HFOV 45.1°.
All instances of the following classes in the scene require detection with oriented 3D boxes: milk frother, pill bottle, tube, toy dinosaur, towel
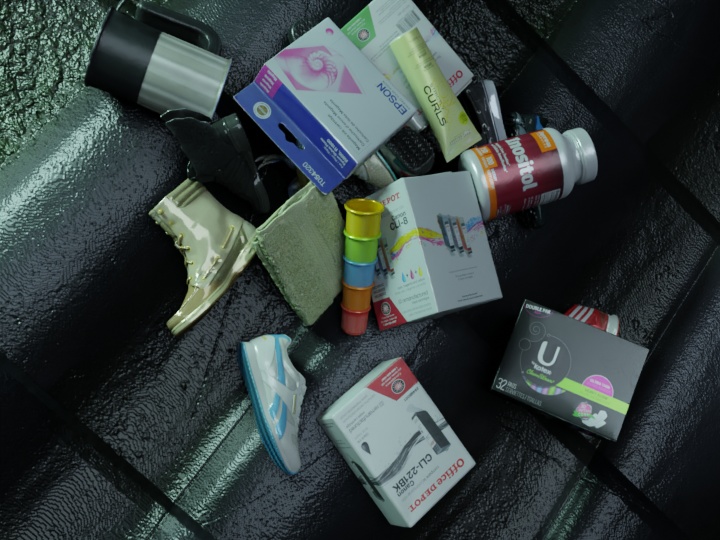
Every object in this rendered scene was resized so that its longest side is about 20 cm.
[{"bbox_3d":[-0.269,-0.324,1.220,0.185,0.200,0.184,20,70,-15],"label":"milk frother"},{"bbox_3d":[0.260,-0.155,1.352,0.196,0.113,0.115,-17,86,-7],"label":"pill bottle"},{"bbox_3d":[0.115,-0.274,1.339,0.057,0.052,0.202,-26,98,19],"label":"tube"},{"bbox_3d":[-0.090,-0.164,1.340,0.199,0.104,0.185,33,57,-47],"label":"toy dinosaur"},{"bbox_3d":[-0.071,-0.025,1.268,0.148,0.036,0.202,-44,135,-21],"label":"towel"}]

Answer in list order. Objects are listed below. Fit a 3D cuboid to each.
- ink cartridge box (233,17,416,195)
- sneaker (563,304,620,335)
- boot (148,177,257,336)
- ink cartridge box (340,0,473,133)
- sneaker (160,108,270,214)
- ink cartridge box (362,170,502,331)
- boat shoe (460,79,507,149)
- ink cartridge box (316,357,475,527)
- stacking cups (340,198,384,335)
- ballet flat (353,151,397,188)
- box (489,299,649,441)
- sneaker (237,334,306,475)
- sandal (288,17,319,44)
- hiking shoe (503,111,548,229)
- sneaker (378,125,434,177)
[{"bbox_3d":[-0.047,-0.241,1.252,0.196,0.043,0.200,45,60,0],"label":"ink cartridge box"},{"bbox_3d":[0.346,0.153,1.433,0.114,0.078,0.203,20,75,4],"label":"sneaker"},{"bbox_3d":[-0.248,-0.023,1.239,0.155,0.073,0.201,41,68,-9],"label":"boot"},{"bbox_3d":[0.063,-0.331,1.398,0.200,0.087,0.145,47,70,-5],"label":"ink cartridge box"},{"bbox_3d":[-0.204,-0.151,1.251,0.103,0.060,0.202,-23,130,-9],"label":"sneaker"},{"bbox_3d":[0.096,-0.031,1.308,0.143,0.144,0.204,-9,82,-37],"label":"ink cartridge box"},{"bbox_3d":[0.207,-0.216,1.443,0.065,0.070,0.204,-10,87,-3],"label":"boat shoe"},{"bbox_3d":[0.054,0.255,1.290,0.144,0.084,0.201,-37,94,-22],"label":"ink cartridge box"},{"bbox_3d":[0.000,0.000,1.277,0.059,0.061,0.204,-5,114,-20],"label":"stacking cups"},{"bbox_3d":[-0.023,-0.191,1.319,0.062,0.067,0.201,-37,94,-11],"label":"ballet flat"},{"bbox_3d":[0.315,0.156,1.335,0.197,0.124,0.151,21,83,10],"label":"box"},{"bbox_3d":[-0.113,0.191,1.248,0.079,0.076,0.204,-14,87,-23],"label":"sneaker"},{"bbox_3d":[-0.062,-0.295,1.366,0.074,0.048,0.204,-15,87,-26],"label":"sandal"},{"bbox_3d":[0.298,-0.172,1.459,0.085,0.074,0.204,-6,82,-19],"label":"hiking shoe"},{"bbox_3d":[0.026,-0.221,1.359,0.200,0.093,0.070,47,67,-9],"label":"sneaker"}]
